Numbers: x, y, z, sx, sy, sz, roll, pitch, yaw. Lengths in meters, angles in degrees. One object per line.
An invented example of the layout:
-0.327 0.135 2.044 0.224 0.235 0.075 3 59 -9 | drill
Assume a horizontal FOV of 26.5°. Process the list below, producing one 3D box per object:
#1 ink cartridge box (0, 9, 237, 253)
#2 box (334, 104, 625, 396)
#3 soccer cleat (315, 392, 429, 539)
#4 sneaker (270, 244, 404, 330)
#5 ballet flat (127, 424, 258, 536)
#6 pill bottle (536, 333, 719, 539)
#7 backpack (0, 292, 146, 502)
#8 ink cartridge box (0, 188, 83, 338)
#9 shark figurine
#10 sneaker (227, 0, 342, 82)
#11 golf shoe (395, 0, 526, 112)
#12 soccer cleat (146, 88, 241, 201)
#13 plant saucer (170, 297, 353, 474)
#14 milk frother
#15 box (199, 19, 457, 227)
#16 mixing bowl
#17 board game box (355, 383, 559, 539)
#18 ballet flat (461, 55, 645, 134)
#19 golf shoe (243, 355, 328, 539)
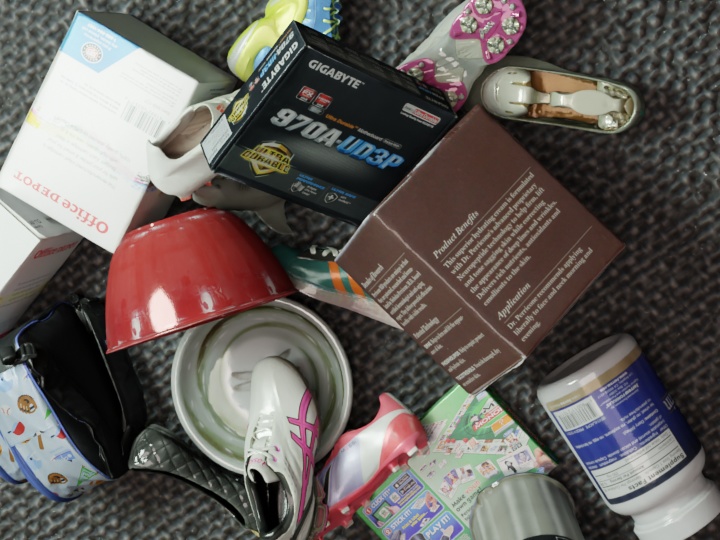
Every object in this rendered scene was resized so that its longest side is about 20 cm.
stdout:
-0.250 -0.144 1.580 0.147 0.145 0.200 31 103 5 | ink cartridge box
0.113 -0.016 1.492 0.200 0.164 0.166 44 69 2 | box
-0.015 0.214 1.610 0.200 0.067 0.077 -43 67 16 | soccer cleat
0.000 0.000 1.597 0.199 0.071 0.080 19 99 1 | sneaker
-0.165 0.238 1.644 0.200 0.066 0.057 37 66 -17 | ballet flat
0.275 0.174 1.544 0.116 0.116 0.200 -32 92 14 | pill bottle
-0.324 0.149 1.623 0.154 0.200 0.191 -33 95 22 | backpack
-0.396 0.006 1.632 0.083 0.145 0.200 42 103 4 | ink cartridge box
-0.071 -0.087 1.589 0.214 0.128 0.090 -21 84 -13 | shark figurine
-0.043 -0.259 1.569 0.105 0.076 0.200 38 111 -9 | sneaker
0.092 -0.213 1.541 0.200 0.092 0.075 -40 104 24 | golf shoe
-0.123 -0.146 1.500 0.200 0.078 0.069 -38 55 -19 | soccer cleat
-0.101 0.120 1.641 0.199 0.050 0.201 2 99 11 | plant saucer
0.162 0.346 1.549 0.200 0.188 0.181 -34 112 10 | milk frother
-0.030 -0.135 1.468 0.159 0.200 0.046 -49 44 24 | box
-0.171 0.002 1.514 0.200 0.200 0.109 -18 90 13 | mixing bowl
0.094 0.221 1.630 0.200 0.029 0.135 -44 88 14 | board game box
0.186 -0.177 1.534 0.199 0.064 0.068 9 100 10 | ballet flat
-0.082 0.183 1.558 0.072 0.092 0.201 -15 77 22 | golf shoe
